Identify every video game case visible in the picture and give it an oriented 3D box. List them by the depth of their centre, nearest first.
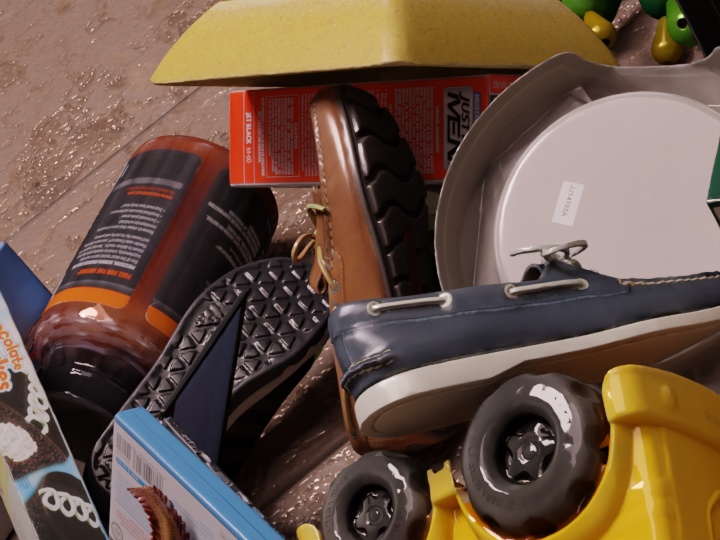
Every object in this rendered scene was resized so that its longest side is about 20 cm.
[{"bbox_3d":[-0.076,0.182,0.882,0.018,0.201,0.143,-12,31,-34],"label":"video game case"}]

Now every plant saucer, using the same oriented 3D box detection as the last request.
[{"bbox_3d":[0.014,-0.133,1.109,0.199,0.049,0.199,1,5,43],"label":"plant saucer"}]

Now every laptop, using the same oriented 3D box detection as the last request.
[{"bbox_3d":[-0.054,0.144,0.948,0.103,0.178,0.200,-15,40,-35],"label":"laptop"}]

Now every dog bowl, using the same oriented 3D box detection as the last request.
[{"bbox_3d":[0.140,-0.016,0.970,0.199,0.059,0.201,-6,71,17],"label":"dog bowl"}]

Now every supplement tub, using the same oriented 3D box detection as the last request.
[{"bbox_3d":[-0.131,0.020,1.182,0.107,0.107,0.200,-6,44,35],"label":"supplement tub"}]

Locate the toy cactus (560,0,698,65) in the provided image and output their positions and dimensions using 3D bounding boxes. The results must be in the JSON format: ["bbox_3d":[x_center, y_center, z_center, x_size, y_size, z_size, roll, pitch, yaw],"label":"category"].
[{"bbox_3d":[0.150,-0.186,1.209,0.165,0.102,0.200,-43,26,-27],"label":"toy cactus"}]

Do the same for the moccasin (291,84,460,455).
[{"bbox_3d":[0.001,0.000,1.053,0.077,0.202,0.074,-13,0,32],"label":"moccasin"}]

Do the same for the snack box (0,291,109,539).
[{"bbox_3d":[-0.186,0.091,1.055,0.037,0.116,0.201,-22,73,-16],"label":"snack box"}]

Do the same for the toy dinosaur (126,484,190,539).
[{"bbox_3d":[-0.108,0.219,0.892,0.181,0.105,0.201,145,143,-64],"label":"toy dinosaur"}]

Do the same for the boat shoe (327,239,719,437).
[{"bbox_3d":[0.082,0.023,0.872,0.199,0.075,0.062,-14,69,-16],"label":"boat shoe"}]

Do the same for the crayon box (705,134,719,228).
[{"bbox_3d":[0.225,-0.028,0.857,0.058,0.200,0.173,-11,42,31],"label":"crayon box"}]

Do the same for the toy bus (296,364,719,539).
[{"bbox_3d":[0.084,0.163,0.833,0.200,0.136,0.193,-28,55,30],"label":"toy bus"}]

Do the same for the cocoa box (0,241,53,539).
[{"bbox_3d":[-0.275,0.092,1.198,0.133,0.131,0.200,4,51,42],"label":"cocoa box"}]

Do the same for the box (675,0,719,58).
[{"bbox_3d":[0.231,-0.161,1.003,0.141,0.200,0.079,-26,36,12],"label":"box"}]

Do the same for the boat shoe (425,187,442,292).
[{"bbox_3d":[0.080,-0.006,1.073,0.200,0.072,0.066,3,63,38],"label":"boat shoe"}]

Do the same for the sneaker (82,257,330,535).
[{"bbox_3d":[-0.086,0.076,1.098,0.072,0.083,0.200,36,68,22],"label":"sneaker"}]

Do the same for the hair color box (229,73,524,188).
[{"bbox_3d":[0.029,-0.081,1.152,0.199,0.111,0.064,3,93,40],"label":"hair color box"}]
